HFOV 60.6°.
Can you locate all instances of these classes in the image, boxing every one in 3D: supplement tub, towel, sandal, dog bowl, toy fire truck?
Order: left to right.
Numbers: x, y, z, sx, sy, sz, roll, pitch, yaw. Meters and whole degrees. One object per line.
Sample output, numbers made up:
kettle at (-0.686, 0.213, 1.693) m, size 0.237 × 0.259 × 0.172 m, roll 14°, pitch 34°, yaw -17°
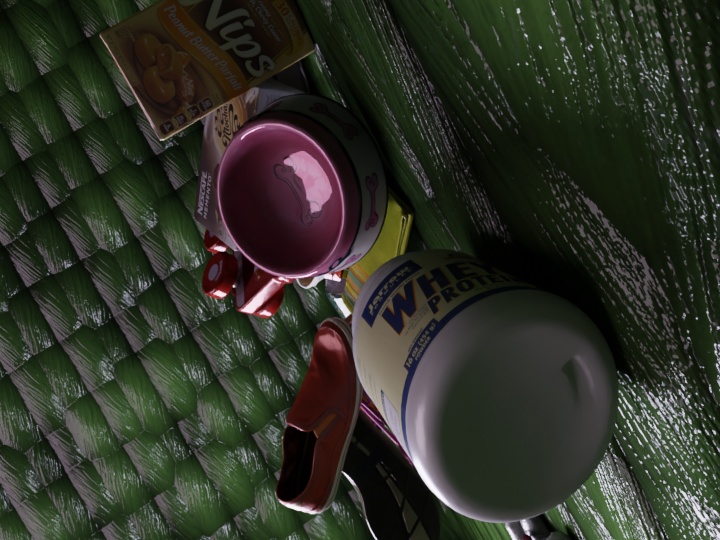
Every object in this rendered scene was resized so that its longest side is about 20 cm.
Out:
toy fire truck at (-0.144, -0.041, 0.910) m, size 0.111 × 0.167 × 0.204 m, roll 26°, pitch -141°, yaw -37°
dog bowl at (-0.071, -0.083, 0.671) m, size 0.204 × 0.197 × 0.074 m, roll 60°, pitch -148°, yaw -4°
towel at (0.014, -0.011, 0.737) m, size 0.086 × 0.018 × 0.204 m, roll 47°, pitch 142°, yaw 34°
sandal at (0.021, 0.224, 0.688) m, size 0.203 × 0.079 × 0.057 m, roll 55°, pitch -176°, yaw 11°
supplement tub at (0.074, 0.066, 0.455) m, size 0.148 × 0.143 × 0.200 m, roll 61°, pitch 173°, yaw -18°

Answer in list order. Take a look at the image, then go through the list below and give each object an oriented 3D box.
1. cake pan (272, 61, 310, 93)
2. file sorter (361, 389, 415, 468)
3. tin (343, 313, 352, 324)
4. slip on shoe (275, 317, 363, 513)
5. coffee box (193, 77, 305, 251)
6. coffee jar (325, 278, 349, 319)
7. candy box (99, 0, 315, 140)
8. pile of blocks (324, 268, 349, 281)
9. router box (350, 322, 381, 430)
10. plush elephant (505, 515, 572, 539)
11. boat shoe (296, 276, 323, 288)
cake pan at (-0.132, -0.315, 0.840) m, size 0.203 × 0.036 × 0.201 m, roll 59°, pitch 173°, yaw 12°
file sorter at (0.065, 0.142, 0.742) m, size 0.124 × 0.139 × 0.202 m, roll 34°, pitch 159°, yaw 36°
tin at (0.012, 0.106, 0.903) m, size 0.041 × 0.199 × 0.114 m, roll 15°, pitch 134°, yaw 40°
slip on shoe at (-0.045, 0.151, 0.643) m, size 0.073 × 0.206 × 0.060 m, roll 9°, pitch 176°, yaw 44°
coffee box at (-0.146, -0.143, 0.795) m, size 0.112 × 0.079 × 0.205 m, roll 32°, pitch 118°, yaw 38°
coffee jar at (0.017, 0.077, 1.073) m, size 0.087 × 0.101 × 0.203 m, roll -83°, pitch -23°, yaw -46°
candy box at (-0.160, -0.243, 0.660) m, size 0.117 × 0.197 × 0.055 m, roll 61°, pitch 171°, yaw -24°
pile of blocks at (0.000, 0.000, 0.872) m, size 0.080 × 0.064 × 0.199 m, roll 11°, pitch 180°, yaw 20°
router box at (0.024, 0.128, 0.853) m, size 0.050 × 0.201 × 0.151 m, roll 20°, pitch 149°, yaw 36°
plush elephant at (0.220, 0.433, 0.837) m, size 0.204 × 0.152 × 0.165 m, roll 62°, pitch 172°, yaw -19°
boat shoe at (-0.077, -0.021, 0.943) m, size 0.071 × 0.070 × 0.200 m, roll 43°, pitch 163°, yaw 7°
